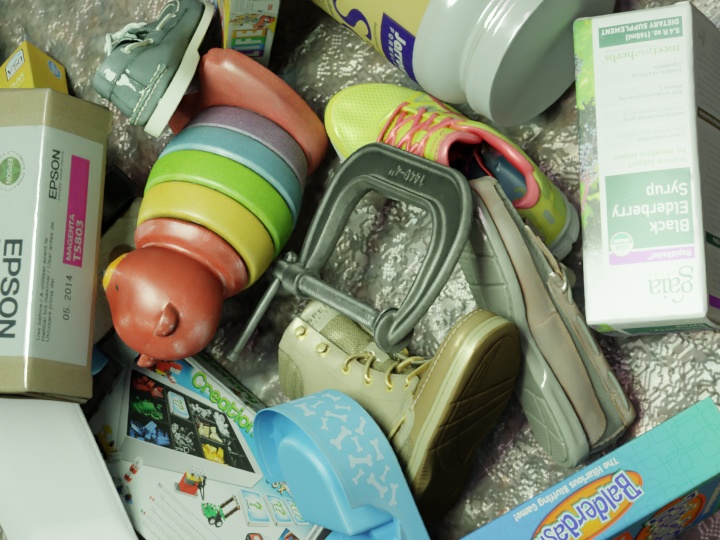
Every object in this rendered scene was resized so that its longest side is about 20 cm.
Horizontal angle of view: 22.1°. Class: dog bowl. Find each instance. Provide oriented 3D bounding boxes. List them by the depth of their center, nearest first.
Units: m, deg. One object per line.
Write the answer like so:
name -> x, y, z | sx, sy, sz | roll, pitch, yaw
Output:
dog bowl -> -0.001, 0.167, 1.207 | 0.111, 0.049, 0.201 | 5, 120, 59

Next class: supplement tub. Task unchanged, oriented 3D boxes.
supplement tub -> 0.056, -0.201, 1.226 | 0.200, 0.145, 0.146 | 41, 101, 25

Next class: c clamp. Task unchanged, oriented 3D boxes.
c clamp -> 0.000, 0.000, 1.190 | 0.200, 0.027, 0.171 | 15, 80, 59

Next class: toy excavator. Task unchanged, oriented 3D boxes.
toy excavator -> -0.222, 0.042, 1.349 | 0.100, 0.200, 0.195 | 42, 60, -10

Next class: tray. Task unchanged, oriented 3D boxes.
tray -> -0.233, 0.115, 1.308 | 0.107, 0.022, 0.201 | -11, 112, 23

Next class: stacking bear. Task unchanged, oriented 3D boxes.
stacking bear -> -0.108, -0.029, 1.255 | 0.114, 0.121, 0.200 | 30, 60, -10

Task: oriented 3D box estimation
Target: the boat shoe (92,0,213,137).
boat shoe -> -0.147, -0.156, 1.297 | 0.062, 0.200, 0.073 | 27, 113, -12

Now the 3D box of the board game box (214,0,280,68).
board game box -> -0.082, -0.223, 1.271 | 0.034, 0.200, 0.135 | -5, 79, -7

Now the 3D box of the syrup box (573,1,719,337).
syrup box -> 0.189, -0.061, 1.180 | 0.079, 0.081, 0.201 | -5, 80, 26

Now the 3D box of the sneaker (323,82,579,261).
sneaker -> 0.056, -0.079, 1.234 | 0.200, 0.090, 0.078 | 29, 82, 24

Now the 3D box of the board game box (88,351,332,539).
board game box -> -0.108, 0.147, 1.319 | 0.200, 0.035, 0.126 | 39, 101, 24

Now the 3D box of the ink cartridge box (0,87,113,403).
ink cartridge box -> -0.257, -0.016, 1.225 | 0.164, 0.075, 0.201 | -1, 81, 27

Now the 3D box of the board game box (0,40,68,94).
board game box -> -0.273, -0.065, 1.363 | 0.153, 0.040, 0.200 | -45, 32, 14

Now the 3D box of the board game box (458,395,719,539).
board game box -> 0.128, 0.160, 1.104 | 0.200, 0.152, 0.045 | -30, 71, -6

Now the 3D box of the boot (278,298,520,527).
boot -> 0.019, 0.063, 1.214 | 0.155, 0.073, 0.200 | 48, 143, 26

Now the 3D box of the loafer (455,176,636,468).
loafer -> 0.116, 0.026, 1.181 | 0.063, 0.072, 0.201 | -27, 104, -17
